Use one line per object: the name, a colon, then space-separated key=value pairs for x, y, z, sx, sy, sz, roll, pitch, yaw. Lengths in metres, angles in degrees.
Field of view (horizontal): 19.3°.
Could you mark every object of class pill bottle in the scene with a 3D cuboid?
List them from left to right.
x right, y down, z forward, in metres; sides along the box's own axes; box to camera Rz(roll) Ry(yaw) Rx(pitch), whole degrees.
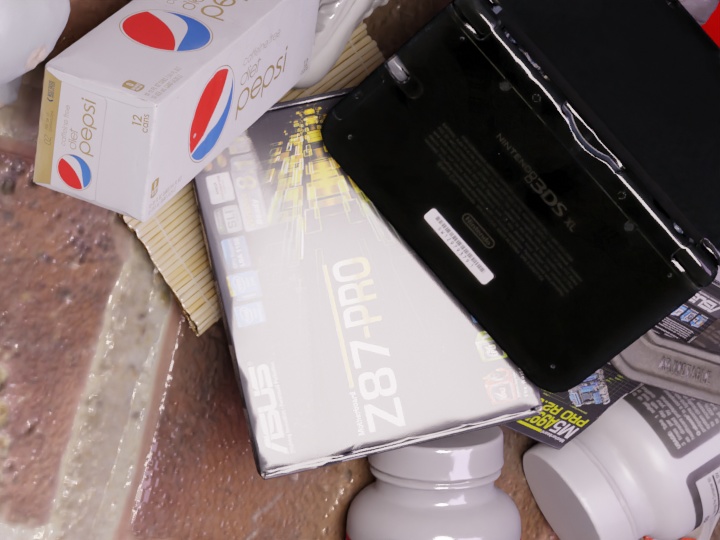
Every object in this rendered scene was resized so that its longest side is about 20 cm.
pill bottle: x=0.044 y=0.194 z=1.309 sx=0.109 sy=0.109 sz=0.200 roll=-9 pitch=105 yaw=-41
pill bottle: x=0.216 y=0.109 z=1.420 sx=0.200 sy=0.116 sz=0.116 roll=-31 pitch=121 yaw=-14

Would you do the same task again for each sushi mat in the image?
sushi mat: x=-0.046 y=-0.059 z=1.210 sx=0.200 sy=0.012 sz=0.096 roll=-40 pitch=103 yaw=-26

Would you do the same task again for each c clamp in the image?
c clamp: x=0.201 y=-0.009 z=1.255 sx=0.200 sy=0.027 sz=0.171 roll=25 pitch=76 yaw=-43

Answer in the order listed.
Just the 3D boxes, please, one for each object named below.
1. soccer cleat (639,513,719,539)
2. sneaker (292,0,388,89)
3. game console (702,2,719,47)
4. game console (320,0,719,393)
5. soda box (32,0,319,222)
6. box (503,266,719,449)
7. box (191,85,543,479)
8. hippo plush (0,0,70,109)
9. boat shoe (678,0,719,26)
soccer cleat: x=0.242 y=0.136 z=1.515 sx=0.078 sy=0.069 sz=0.200 roll=87 pitch=28 yaw=-62
sneaker: x=0.012 y=-0.183 z=1.215 sx=0.099 sy=0.078 sz=0.200 roll=37 pitch=76 yaw=-45
game console: x=0.229 y=-0.218 z=1.357 sx=0.172 sy=0.200 sz=0.119 roll=-39 pitch=166 yaw=-4
game console: x=0.111 y=-0.068 z=1.151 sx=0.200 sy=0.176 sz=0.116 roll=48 pitch=23 yaw=-3
soda box: x=-0.089 y=-0.102 z=1.076 sx=0.200 sy=0.064 sz=0.068 roll=-50 pitch=156 yaw=-54
box: x=0.112 y=0.022 z=1.287 sx=0.160 sy=0.044 sz=0.200 roll=-43 pitch=137 yaw=22
box: x=0.000 y=0.000 z=1.166 sx=0.161 sy=0.049 sz=0.200 roll=-12 pitch=90 yaw=-6
hippo plush: x=-0.170 y=-0.148 z=0.995 sx=0.159 sy=0.161 sz=0.200 roll=32 pitch=78 yaw=-42
boat shoe: x=0.125 y=-0.207 z=1.202 sx=0.200 sy=0.065 sz=0.072 roll=51 pitch=22 yaw=-1
